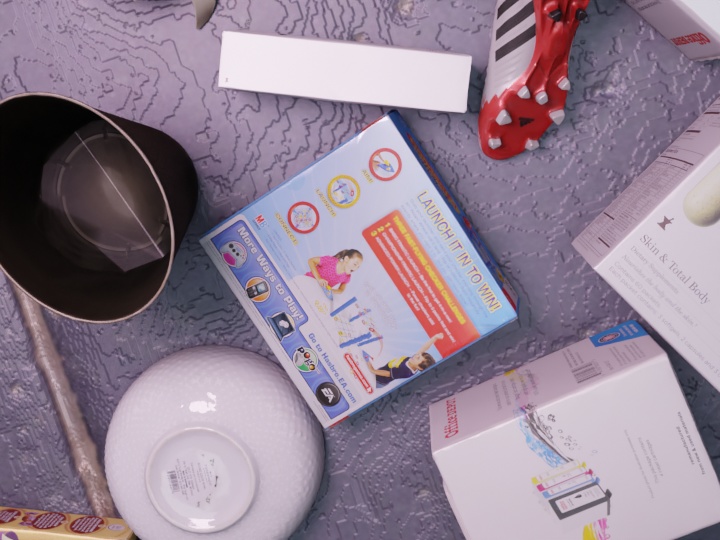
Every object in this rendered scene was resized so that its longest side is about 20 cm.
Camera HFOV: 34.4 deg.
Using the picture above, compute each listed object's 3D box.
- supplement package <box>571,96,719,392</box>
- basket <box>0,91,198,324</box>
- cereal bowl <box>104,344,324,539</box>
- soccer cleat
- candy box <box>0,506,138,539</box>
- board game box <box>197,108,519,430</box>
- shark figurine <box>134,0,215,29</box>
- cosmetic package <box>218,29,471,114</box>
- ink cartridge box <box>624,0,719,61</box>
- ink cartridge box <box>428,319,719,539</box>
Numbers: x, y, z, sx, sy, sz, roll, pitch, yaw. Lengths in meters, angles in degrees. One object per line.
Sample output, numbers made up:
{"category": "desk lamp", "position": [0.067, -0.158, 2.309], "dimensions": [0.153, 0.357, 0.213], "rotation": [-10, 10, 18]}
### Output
{"category": "supplement package", "position": [0.298, -0.031, 0.924], "dimensions": [0.152, 0.151, 0.200], "rotation": [44, 99, -3]}
{"category": "basket", "position": [-0.204, -0.059, 0.927], "dimensions": [0.136, 0.200, 0.180], "rotation": [-35, 96, 7]}
{"category": "cereal bowl", "position": [-0.131, 0.171, 1.018], "dimensions": [0.200, 0.083, 0.200], "rotation": [0, 99, 3]}
{"category": "soccer cleat", "position": [0.136, -0.183, 0.946], "dimensions": [0.069, 0.085, 0.200], "rotation": [-3, 132, -19]}
{"category": "candy box", "position": [-0.307, 0.281, 1.059], "dimensions": [0.200, 0.056, 0.117], "rotation": [4, 98, 2]}
{"category": "board game box", "position": [0.000, 0.000, 0.984], "dimensions": [0.196, 0.056, 0.200], "rotation": [-31, 96, 15]}
{"category": "shark figurine", "position": [-0.193, -0.263, 0.948], "dimensions": [0.089, 0.214, 0.128], "rotation": [43, 136, 34]}
{"category": "cosmetic package", "position": [-0.011, -0.164, 0.959], "dimensions": [0.200, 0.083, 0.051], "rotation": [6, 99, 2]}
{"category": "ink cartridge box", "position": [0.226, -0.259, 0.898], "dimensions": [0.200, 0.147, 0.083], "rotation": [41, 99, -4]}
{"category": "ink cartridge box", "position": [0.173, 0.154, 0.963], "dimensions": [0.200, 0.147, 0.145], "rotation": [-23, 97, 7]}
